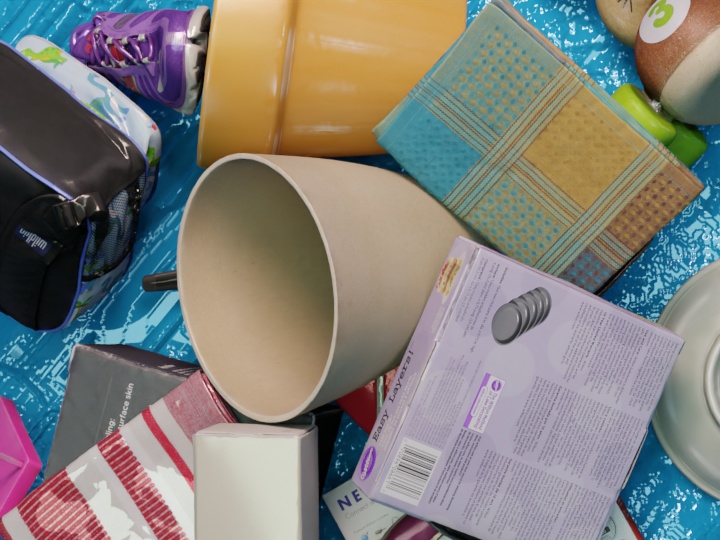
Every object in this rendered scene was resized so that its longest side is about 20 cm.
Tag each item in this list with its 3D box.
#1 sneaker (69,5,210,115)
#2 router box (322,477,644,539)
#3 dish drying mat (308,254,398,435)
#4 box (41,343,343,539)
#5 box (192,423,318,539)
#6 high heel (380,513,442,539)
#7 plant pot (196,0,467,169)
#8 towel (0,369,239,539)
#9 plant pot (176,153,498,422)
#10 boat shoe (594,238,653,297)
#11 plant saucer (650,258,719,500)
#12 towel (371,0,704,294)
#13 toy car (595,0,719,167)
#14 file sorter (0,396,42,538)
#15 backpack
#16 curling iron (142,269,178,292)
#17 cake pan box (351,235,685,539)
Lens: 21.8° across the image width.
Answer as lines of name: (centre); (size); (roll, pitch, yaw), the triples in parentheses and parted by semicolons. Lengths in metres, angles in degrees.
sneaker: (-0.170, -0.161, 1.411); (0.083, 0.200, 0.082); (6, 90, -26)
router box: (0.099, 0.200, 1.422); (0.199, 0.049, 0.181); (-31, 83, 9)
dish drying mat: (-0.035, 0.034, 1.451); (0.200, 0.018, 0.077); (45, 100, -2)
box: (-0.137, 0.175, 1.436); (0.198, 0.117, 0.199); (15, 92, 10)
box: (-0.072, 0.210, 1.305); (0.081, 0.068, 0.202); (1, 92, 11)
high heel: (0.064, 0.202, 1.372); (0.095, 0.067, 0.202); (20, 95, 8)
plant pot: (-0.020, -0.164, 1.392); (0.181, 0.200, 0.202); (8, 90, -4)
towel: (-0.156, 0.188, 1.370); (0.199, 0.023, 0.145); (-35, 82, 9)
plant pot: (0.000, 0.000, 1.363); (0.186, 0.199, 0.189); (14, 108, 49)
boat shoe: (0.138, 0.025, 1.392); (0.070, 0.070, 0.200); (38, 87, 22)
plant saucer: (0.308, 0.082, 1.382); (0.198, 0.050, 0.202); (0, 89, 12)
towel: (0.122, -0.079, 1.315); (0.200, 0.022, 0.147); (40, 120, -9)
toy car: (0.217, -0.202, 1.365); (0.164, 0.157, 0.201); (-44, 70, 18)
file sorter: (-0.359, 0.186, 1.446); (0.125, 0.139, 0.201); (28, 95, -26)
backpack: (-0.245, -0.062, 1.433); (0.182, 0.201, 0.147); (35, 51, 12)
curling iron: (-0.077, -0.012, 1.473); (0.198, 0.026, 0.050); (-15, 93, 10)
cake pan box: (0.111, 0.102, 1.318); (0.183, 0.052, 0.202); (21, 94, -19)
